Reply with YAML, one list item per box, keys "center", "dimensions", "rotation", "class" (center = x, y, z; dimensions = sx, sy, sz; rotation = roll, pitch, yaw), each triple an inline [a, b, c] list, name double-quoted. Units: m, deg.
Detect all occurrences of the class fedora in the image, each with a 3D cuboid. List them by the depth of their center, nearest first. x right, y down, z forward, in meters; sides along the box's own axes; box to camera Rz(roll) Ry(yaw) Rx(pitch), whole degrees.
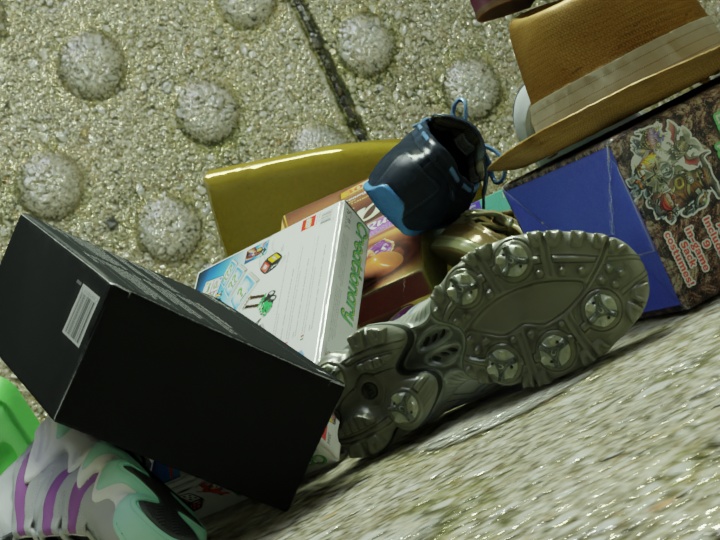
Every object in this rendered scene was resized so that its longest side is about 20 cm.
- center: [0.142, -0.126, 0.952]
  dimensions: [0.199, 0.083, 0.201]
  rotation: [-26, 1, 1]
  class: "fedora"

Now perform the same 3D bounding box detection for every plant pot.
- center: [0.010, -0.018, 1.375]
  dimensions: [0.198, 0.197, 0.195]
  rotation: [-16, 2, 11]
  class: "plant pot"

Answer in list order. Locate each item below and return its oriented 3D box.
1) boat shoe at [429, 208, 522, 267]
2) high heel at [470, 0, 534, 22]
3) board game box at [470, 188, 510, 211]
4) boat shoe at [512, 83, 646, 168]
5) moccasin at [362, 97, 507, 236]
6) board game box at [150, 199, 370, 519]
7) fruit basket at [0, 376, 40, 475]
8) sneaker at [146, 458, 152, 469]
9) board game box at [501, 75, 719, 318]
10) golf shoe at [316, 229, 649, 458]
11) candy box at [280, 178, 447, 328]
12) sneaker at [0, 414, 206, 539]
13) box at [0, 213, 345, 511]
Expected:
- center: [0.097, -0.017, 1.138]
  dimensions: [0.063, 0.073, 0.201]
  rotation: [-56, -11, 3]
  class: "boat shoe"
- center: [0.133, -0.221, 0.996]
  dimensions: [0.198, 0.097, 0.067]
  rotation: [-21, -7, -24]
  class: "high heel"
- center: [0.198, -0.059, 1.312]
  dimensions: [0.151, 0.046, 0.199]
  rotation: [-25, -13, 40]
  class: "board game box"
- center: [0.163, -0.088, 1.122]
  dimensions: [0.200, 0.075, 0.086]
  rotation: [19, 14, -36]
  class: "boat shoe"
- center: [0.062, -0.069, 1.147]
  dimensions: [0.068, 0.080, 0.200]
  rotation: [-44, 4, 18]
  class: "moccasin"
- center: [-0.061, 0.054, 1.041]
  dimensions: [0.125, 0.035, 0.201]
  rotation: [-25, 35, 28]
  class: "board game box"
- center: [-0.275, 0.163, 1.130]
  dimensions: [0.214, 0.156, 0.216]
  rotation: [-27, 19, 10]
  class: "fruit basket"
- center: [-0.152, 0.133, 1.071]
  dimensions: [0.072, 0.073, 0.200]
  rotation: [-20, -1, 10]
  class: "sneaker"
- center: [0.208, -0.057, 0.957]
  dimensions: [0.198, 0.098, 0.159]
  rotation: [-27, 2, -17]
  class: "board game box"
- center: [0.069, 0.030, 0.899]
  dimensions: [0.198, 0.079, 0.097]
  rotation: [-24, -4, 27]
  class: "golf shoe"
- center: [0.000, 0.000, 1.177]
  dimensions: [0.116, 0.057, 0.200]
  rotation: [-23, 21, 11]
  class: "candy box"
- center: [-0.161, 0.152, 0.880]
  dimensions: [0.140, 0.078, 0.200]
  rotation: [-47, 19, -6]
  class: "sneaker"
- center: [-0.116, 0.045, 0.914]
  dimensions: [0.080, 0.140, 0.200]
  rotation: [-67, 26, 2]
  class: "box"
